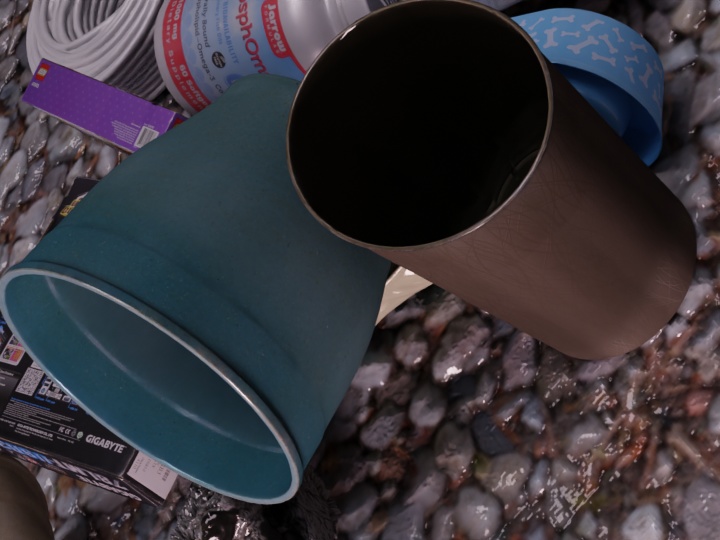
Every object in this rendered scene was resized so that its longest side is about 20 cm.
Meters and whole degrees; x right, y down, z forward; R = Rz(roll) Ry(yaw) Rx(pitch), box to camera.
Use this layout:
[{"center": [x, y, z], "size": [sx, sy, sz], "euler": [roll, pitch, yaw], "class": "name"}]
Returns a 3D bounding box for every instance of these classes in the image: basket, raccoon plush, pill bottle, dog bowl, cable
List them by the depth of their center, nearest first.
[{"center": [0.086, -0.038, 0.937], "size": [0.180, 0.200, 0.136], "euler": [25, 86, 47], "class": "basket"}, {"center": [0.094, -0.102, 1.043], "size": [0.199, 0.111, 0.050], "euler": [-7, 53, 44], "class": "dog bowl"}, {"center": [-0.085, 0.159, 1.116], "size": [0.134, 0.097, 0.201], "euler": [-46, 24, 32], "class": "raccoon plush"}, {"center": [-0.044, -0.173, 1.223], "size": [0.199, 0.109, 0.109], "euler": [-11, 61, 43], "class": "pill bottle"}, {"center": [-0.199, -0.223, 1.445], "size": [0.199, 0.069, 0.201], "euler": [4, 72, 46], "class": "cable"}]

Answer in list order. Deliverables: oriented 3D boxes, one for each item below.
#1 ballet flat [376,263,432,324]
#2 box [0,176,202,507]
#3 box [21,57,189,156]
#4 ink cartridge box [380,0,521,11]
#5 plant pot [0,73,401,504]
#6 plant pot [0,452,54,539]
[{"center": [0.000, 0.000, 1.114], "size": [0.200, 0.069, 0.070], "euler": [-39, 45, 25], "class": "ballet flat"}, {"center": [-0.162, 0.039, 1.152], "size": [0.199, 0.050, 0.199], "euler": [10, 64, 41], "class": "box"}, {"center": [-0.141, -0.092, 1.257], "size": [0.200, 0.137, 0.039], "euler": [25, 88, 49], "class": "box"}, {"center": [0.085, -0.237, 1.097], "size": [0.199, 0.044, 0.198], "euler": [-25, 39, -6], "class": "ink cartridge box"}, {"center": [-0.072, -0.003, 0.998], "size": [0.199, 0.200, 0.188], "euler": [4, 51, 47], "class": "plant pot"}, {"center": [-0.251, 0.251, 1.158], "size": [0.183, 0.200, 0.201], "euler": [38, 97, 38], "class": "plant pot"}]
